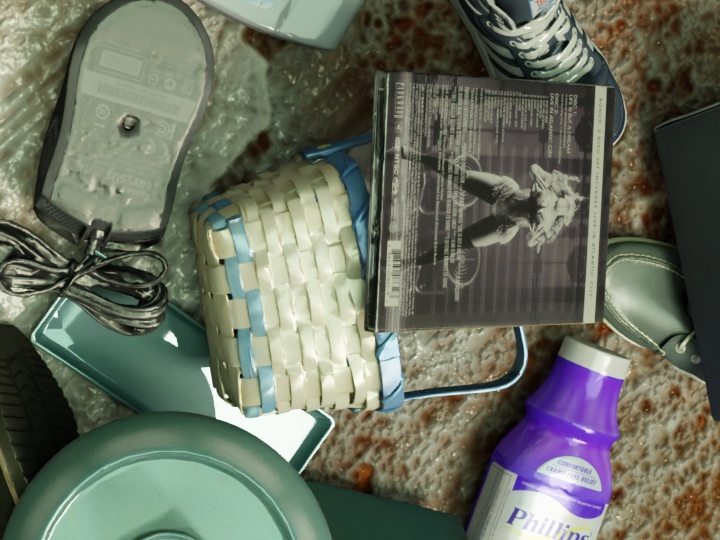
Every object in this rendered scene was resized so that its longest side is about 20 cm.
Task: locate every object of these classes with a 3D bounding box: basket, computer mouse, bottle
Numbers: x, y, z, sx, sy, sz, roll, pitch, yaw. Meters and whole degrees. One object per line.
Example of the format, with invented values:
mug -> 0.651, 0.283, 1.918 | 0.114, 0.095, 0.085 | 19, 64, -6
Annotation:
basket -> 0.000, 0.000, 1.286 | 0.198, 0.139, 0.178 | -9, 100, -9
computer mouse -> -0.155, -0.074, 1.270 | 0.138, 0.053, 0.202 | 20, 95, -17
bottle -> 0.124, 0.145, 1.393 | 0.083, 0.065, 0.202 | 19, 94, -19

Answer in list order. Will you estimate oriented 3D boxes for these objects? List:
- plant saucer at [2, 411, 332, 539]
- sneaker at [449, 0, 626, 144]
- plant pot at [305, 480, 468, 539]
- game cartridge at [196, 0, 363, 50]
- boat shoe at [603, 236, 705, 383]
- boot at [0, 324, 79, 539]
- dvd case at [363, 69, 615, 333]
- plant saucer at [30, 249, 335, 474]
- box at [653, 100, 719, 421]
plant saucer -> -0.111, 0.182, 1.210 | 0.198, 0.027, 0.202 | 0, 85, -5
sneaker -> 0.115, -0.148, 1.314 | 0.070, 0.108, 0.200 | -40, 109, -7
plant pot -> -0.043, 0.211, 1.306 | 0.199, 0.141, 0.142 | 20, 104, -13
game cartridge -> -0.072, -0.226, 1.279 | 0.199, 0.041, 0.134 | 31, 85, -21
boat shoe -> 0.236, 0.040, 1.412 | 0.199, 0.062, 0.073 | 31, 92, -20
boot -> -0.235, 0.147, 1.277 | 0.138, 0.077, 0.202 | -25, 75, 24
dvd case -> 0.081, -0.041, 1.263 | 0.199, 0.016, 0.150 | -1, 95, -42
plant saucer -> -0.111, 0.069, 1.329 | 0.199, 0.019, 0.070 | 37, 88, -21
box -> 0.308, -0.019, 1.367 | 0.181, 0.104, 0.202 | -9, 86, -25
